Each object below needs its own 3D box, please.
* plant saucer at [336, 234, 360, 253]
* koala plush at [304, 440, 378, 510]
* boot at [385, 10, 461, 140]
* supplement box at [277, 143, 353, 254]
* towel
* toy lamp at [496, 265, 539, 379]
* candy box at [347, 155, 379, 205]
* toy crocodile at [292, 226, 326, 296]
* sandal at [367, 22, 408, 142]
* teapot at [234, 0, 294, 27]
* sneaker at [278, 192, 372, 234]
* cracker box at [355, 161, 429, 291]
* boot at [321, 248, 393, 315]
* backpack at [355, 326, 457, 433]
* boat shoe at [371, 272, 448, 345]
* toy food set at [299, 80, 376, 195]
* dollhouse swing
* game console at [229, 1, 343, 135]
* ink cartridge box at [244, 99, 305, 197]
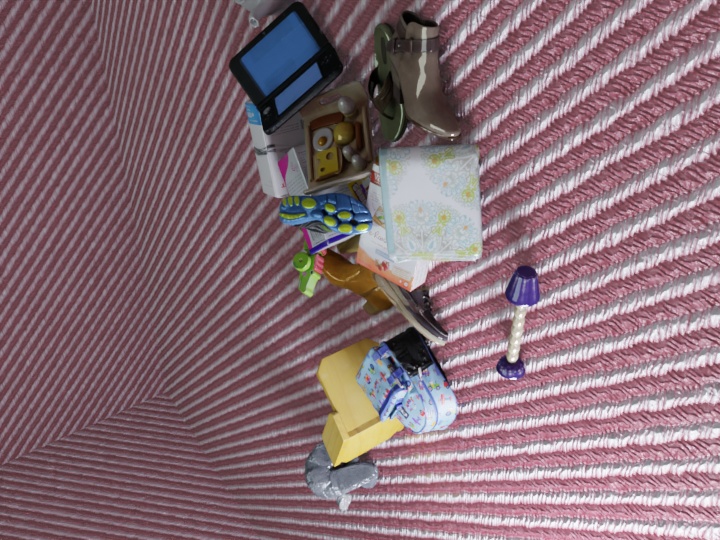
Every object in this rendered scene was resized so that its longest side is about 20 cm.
[{"bbox_3d":[-0.012,-0.145,1.516,0.199,0.048,0.205,-4,103,61],"label":"plant saucer"},{"bbox_3d":[-0.067,0.549,1.960,0.179,0.181,0.202,56,161,23],"label":"koala plush"},{"bbox_3d":[0.106,-0.322,1.171,0.200,0.069,0.149,45,141,38],"label":"boot"},{"bbox_3d":[-0.080,-0.153,1.477,0.101,0.102,0.205,-20,92,62],"label":"supplement box"},{"bbox_3d":[0.119,-0.109,1.216,0.166,0.048,0.205,-1,115,14],"label":"towel"},{"bbox_3d":[0.256,0.086,1.178,0.058,0.057,0.205,38,139,44],"label":"toy lamp"},{"bbox_3d":[0.059,-0.108,1.381,0.102,0.026,0.203,-37,82,39],"label":"candy box"},{"bbox_3d":[-0.097,-0.046,1.539,0.060,0.067,0.206,0,70,23],"label":"toy crocodile"},{"bbox_3d":[0.038,-0.331,1.295,0.079,0.056,0.207,21,126,54],"label":"sandal"},{"bbox_3d":[-0.226,-0.621,1.489,0.199,0.143,0.202,33,135,49],"label":"teapot"},{"bbox_3d":[-0.059,-0.106,1.357,0.195,0.082,0.073,7,90,30],"label":"sneaker"},{"bbox_3d":[0.071,-0.084,1.324,0.132,0.057,0.205,27,122,28],"label":"cracker box"},{"bbox_3d":[0.000,0.001,1.539,0.201,0.071,0.144,44,148,1],"label":"boot"},{"bbox_3d":[0.100,0.245,1.483,0.202,0.132,0.184,56,150,17],"label":"backpack"},{"bbox_3d":[0.106,0.060,1.419,0.200,0.065,0.072,47,-170,18],"label":"boat shoe"},{"bbox_3d":[-0.051,-0.249,1.365,0.060,0.140,0.205,43,-143,-58],"label":"toy food set"},{"bbox_3d":[-0.009,0.291,1.634,0.177,0.196,0.184,53,148,26],"label":"dollhouse swing"},{"bbox_3d":[-0.150,-0.395,1.413,0.116,0.198,0.177,44,-165,-33],"label":"game console"},{"bbox_3d":[-0.156,-0.280,1.582,0.085,0.144,0.205,24,128,54],"label":"ink cartridge box"}]
